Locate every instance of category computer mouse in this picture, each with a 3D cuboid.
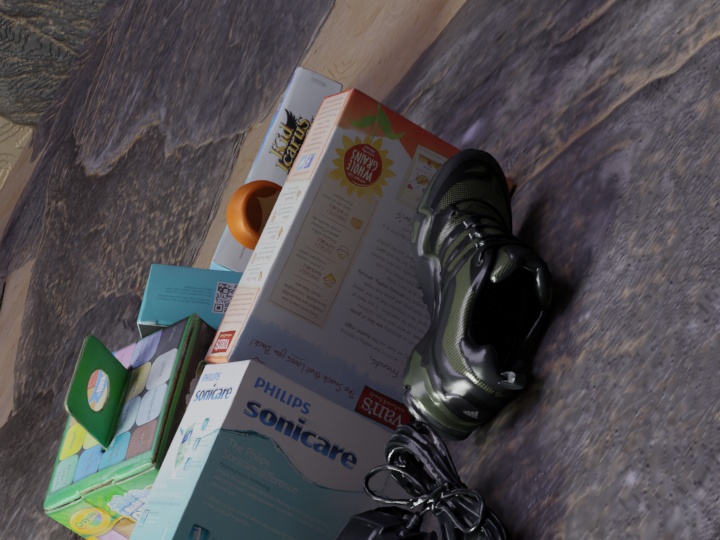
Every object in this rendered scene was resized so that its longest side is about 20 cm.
[{"bbox_3d":[0.009,0.198,1.134,0.200,0.053,0.139,-51,38,8],"label":"computer mouse"}]

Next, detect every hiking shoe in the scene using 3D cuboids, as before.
[{"bbox_3d":[0.084,0.003,1.219,0.100,0.075,0.201,-31,44,42],"label":"hiking shoe"}]

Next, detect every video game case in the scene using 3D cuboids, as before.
[{"bbox_3d":[-0.079,-0.049,1.656,0.200,0.045,0.182,117,175,-71],"label":"video game case"}]

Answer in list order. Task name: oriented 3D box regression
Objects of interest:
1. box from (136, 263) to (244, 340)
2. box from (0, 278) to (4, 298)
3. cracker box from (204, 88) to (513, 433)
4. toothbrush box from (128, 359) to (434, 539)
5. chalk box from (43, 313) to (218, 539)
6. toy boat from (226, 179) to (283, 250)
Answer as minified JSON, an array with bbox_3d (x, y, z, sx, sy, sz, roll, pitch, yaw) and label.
[{"bbox_3d":[-0.105,0.070,1.437,0.201,0.082,0.049,87,-170,-59],"label":"box"},{"bbox_3d":[-0.577,0.076,2.786,0.102,0.112,0.200,-53,19,24],"label":"box"},{"bbox_3d":[0.000,0.000,1.324,0.201,0.133,0.058,-65,19,-12],"label":"cracker box"},{"bbox_3d":[-0.060,0.175,1.221,0.085,0.146,0.201,-10,55,65],"label":"toothbrush box"},{"bbox_3d":[-0.125,0.123,1.348,0.123,0.200,0.125,-25,38,40],"label":"chalk box"},{"bbox_3d":[-0.038,-0.023,1.462,0.200,0.130,0.131,-46,24,39],"label":"toy boat"}]
